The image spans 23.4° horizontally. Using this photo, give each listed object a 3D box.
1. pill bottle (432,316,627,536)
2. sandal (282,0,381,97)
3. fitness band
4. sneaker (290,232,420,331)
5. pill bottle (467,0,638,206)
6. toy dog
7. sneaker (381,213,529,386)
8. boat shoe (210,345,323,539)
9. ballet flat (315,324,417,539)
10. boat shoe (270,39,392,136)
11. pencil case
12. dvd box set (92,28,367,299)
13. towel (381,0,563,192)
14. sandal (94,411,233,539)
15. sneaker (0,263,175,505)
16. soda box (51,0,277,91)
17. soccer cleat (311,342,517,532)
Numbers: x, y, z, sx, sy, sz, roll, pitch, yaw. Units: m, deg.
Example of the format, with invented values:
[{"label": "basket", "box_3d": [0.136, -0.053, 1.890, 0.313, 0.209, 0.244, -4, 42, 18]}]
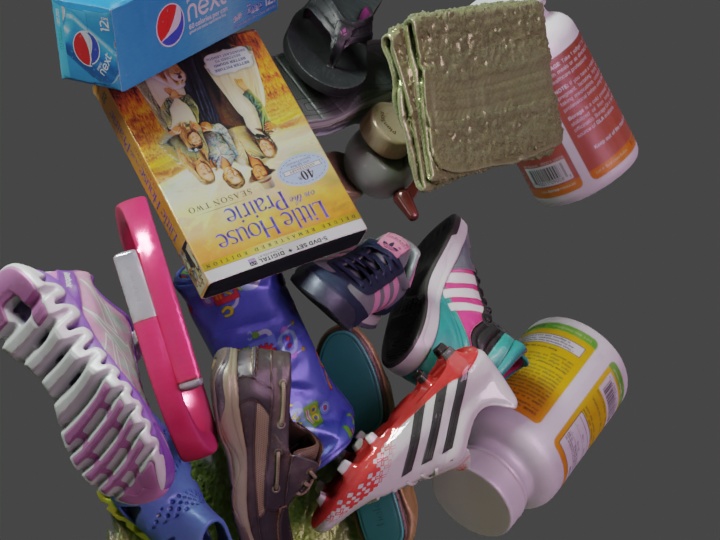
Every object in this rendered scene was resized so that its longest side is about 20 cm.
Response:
[{"label": "pill bottle", "box_3d": [0.149, 0.143, 1.568, 0.200, 0.111, 0.111, -47, 113, -38]}, {"label": "sandal", "box_3d": [-0.018, -0.218, 1.479, 0.075, 0.048, 0.201, 21, 39, -8]}, {"label": "fitness band", "box_3d": [-0.145, 0.043, 1.299, 0.037, 0.144, 0.201, -17, 83, -3]}, {"label": "sneaker", "box_3d": [0.000, 0.000, 1.419, 0.070, 0.082, 0.200, 43, 7, 7]}, {"label": "pill bottle", "box_3d": [0.173, -0.172, 1.651, 0.112, 0.112, 0.201, -43, 111, -39]}, {"label": "toy dog", "box_3d": [0.052, -0.102, 1.531, 0.200, 0.132, 0.096, -35, 83, -32]}, {"label": "sneaker", "box_3d": [0.094, 0.046, 1.524, 0.121, 0.084, 0.201, 39, 39, -17]}, {"label": "boat shoe", "box_3d": [-0.065, 0.150, 1.343, 0.075, 0.073, 0.201, -92, 173, -62]}, {"label": "ballet flat", "box_3d": [0.006, 0.142, 1.482, 0.063, 0.068, 0.201, -18, 97, -71]}, {"label": "boat shoe", "box_3d": [-0.036, -0.146, 1.486, 0.201, 0.065, 0.075, -24, 70, -44]}, {"label": "pencil case", "box_3d": [-0.072, 0.068, 1.398, 0.087, 0.078, 0.201, -28, 104, -8]}, {"label": "dvd box set", "box_3d": [-0.102, -0.087, 1.360, 0.146, 0.029, 0.201, -19, 69, -27]}, {"label": "towel", "box_3d": [0.099, -0.155, 1.487, 0.199, 0.036, 0.149, -19, 104, -43]}, {"label": "sandal", "box_3d": [-0.133, 0.190, 1.317, 0.079, 0.087, 0.201, -36, 103, -38]}, {"label": "sneaker", "box_3d": [-0.188, 0.075, 1.271, 0.201, 0.080, 0.088, 56, 32, 11]}, {"label": "soda box", "box_3d": [-0.150, -0.210, 1.370, 0.200, 0.064, 0.068, -38, 133, -46]}, {"label": "soccer cleat", "box_3d": [0.042, 0.148, 1.414, 0.085, 0.069, 0.200, 42, 90, -7]}]
